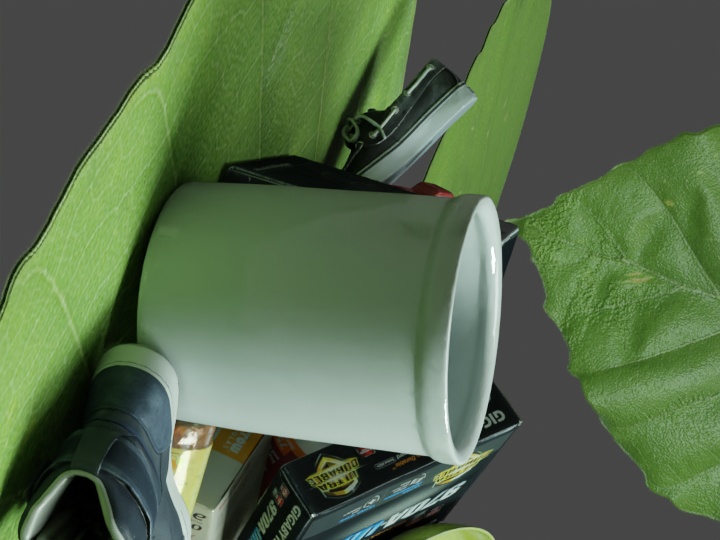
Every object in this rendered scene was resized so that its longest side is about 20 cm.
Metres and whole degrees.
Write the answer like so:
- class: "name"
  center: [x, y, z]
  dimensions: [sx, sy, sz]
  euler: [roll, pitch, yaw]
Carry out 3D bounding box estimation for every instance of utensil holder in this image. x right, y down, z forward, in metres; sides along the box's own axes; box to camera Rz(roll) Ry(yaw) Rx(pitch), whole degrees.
- class: "utensil holder"
  center: [-0.022, 0.029, 1.071]
  dimensions: [0.170, 0.199, 0.170]
  euler: [5, 90, -76]

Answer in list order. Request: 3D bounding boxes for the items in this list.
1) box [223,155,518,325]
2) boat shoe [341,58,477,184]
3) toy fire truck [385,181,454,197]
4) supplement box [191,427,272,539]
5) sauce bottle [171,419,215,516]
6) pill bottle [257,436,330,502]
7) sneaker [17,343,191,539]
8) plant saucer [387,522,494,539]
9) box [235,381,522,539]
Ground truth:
- class: "box"
  center: [0.000, 0.000, 1.253]
  dimensions: [0.200, 0.196, 0.124]
  euler: [-27, 136, -77]
- class: "boat shoe"
  center: [0.017, -0.118, 1.519]
  dimensions: [0.199, 0.068, 0.074]
  euler: [-44, 176, -12]
- class: "toy fire truck"
  center: [0.008, 0.017, 1.454]
  dimensions: [0.168, 0.112, 0.200]
  euler: [4, 107, -58]
- class: "supplement box"
  center: [-0.134, 0.208, 1.274]
  dimensions: [0.126, 0.073, 0.200]
  euler: [-56, 163, -57]
- class: "sauce bottle"
  center: [-0.152, 0.184, 1.146]
  dimensions: [0.066, 0.066, 0.200]
  euler: [-35, 142, -75]
- class: "pill bottle"
  center: [-0.052, 0.142, 1.359]
  dimensions: [0.200, 0.113, 0.113]
  euler: [-44, -164, 50]
- class: "sneaker"
  center: [-0.154, 0.167, 1.017]
  dimensions: [0.146, 0.077, 0.203]
  euler: [-77, 170, -54]
- class: "plant saucer"
  center: [0.022, 0.267, 1.314]
  dimensions: [0.200, 0.031, 0.200]
  euler: [-28, 143, -24]
- class: "box"
  center: [0.006, 0.166, 1.229]
  dimensions: [0.200, 0.046, 0.159]
  euler: [-20, 154, -35]
